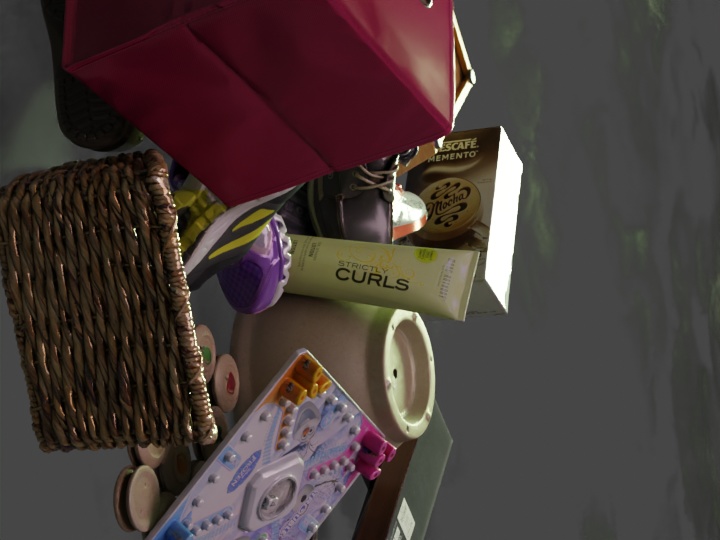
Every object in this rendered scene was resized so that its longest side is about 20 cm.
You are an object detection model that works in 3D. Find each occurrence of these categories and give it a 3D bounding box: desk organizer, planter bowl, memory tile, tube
[{"bbox_3d":[0.025,0.216,1.582,0.201,0.076,0.072,-69,144,-46],"label":"desk organizer"},{"bbox_3d":[-0.013,0.096,1.457,0.200,0.134,0.202,-5,90,-67],"label":"planter bowl"},{"bbox_3d":[-0.142,0.132,1.286,0.154,0.017,0.201,59,34,-52],"label":"memory tile"},{"bbox_3d":[0.000,0.000,1.397,0.052,0.198,0.059,-7,105,-77],"label":"tube"}]

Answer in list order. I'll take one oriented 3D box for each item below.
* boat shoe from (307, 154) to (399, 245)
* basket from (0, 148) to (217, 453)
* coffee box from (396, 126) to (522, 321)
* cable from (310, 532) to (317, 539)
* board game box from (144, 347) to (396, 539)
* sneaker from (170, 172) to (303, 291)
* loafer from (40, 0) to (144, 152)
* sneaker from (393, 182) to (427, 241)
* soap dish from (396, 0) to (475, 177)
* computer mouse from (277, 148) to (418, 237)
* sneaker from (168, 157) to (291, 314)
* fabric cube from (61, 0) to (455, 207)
[{"bbox_3d":[-0.006,-0.091,1.452,0.074,0.073,0.201,-4,74,-31],"label":"boat shoe"},{"bbox_3d":[-0.152,0.017,1.144,0.143,0.148,0.202,-29,110,-64],"label":"basket"},{"bbox_3d":[0.108,-0.052,1.790,0.080,0.112,0.201,52,38,-50],"label":"coffee box"},{"bbox_3d":[-0.049,0.309,1.429,0.097,0.050,0.201,62,33,-42],"label":"cable"},{"bbox_3d":[-0.066,0.183,1.295,0.200,0.026,0.200,-52,148,-9],"label":"board game box"},{"bbox_3d":[-0.099,-0.058,1.264,0.075,0.200,0.085,53,4,17],"label":"sneaker"},{"bbox_3d":[-0.192,-0.174,1.193,0.067,0.075,0.202,57,30,-67],"label":"loafer"},{"bbox_3d":[0.012,-0.085,1.635,0.201,0.067,0.109,-33,117,-61],"label":"sneaker"},{"bbox_3d":[0.053,-0.217,1.742,0.200,0.081,0.158,-61,139,-50],"label":"soap dish"},{"bbox_3d":[-0.035,-0.078,1.507,0.138,0.053,0.201,32,59,-17],"label":"computer mouse"},{"bbox_3d":[-0.117,-0.058,1.338,0.088,0.080,0.202,-24,110,-51],"label":"sneaker"},{"bbox_3d":[-0.066,-0.196,1.124,0.199,0.199,0.197,42,39,-49],"label":"fabric cube"}]
